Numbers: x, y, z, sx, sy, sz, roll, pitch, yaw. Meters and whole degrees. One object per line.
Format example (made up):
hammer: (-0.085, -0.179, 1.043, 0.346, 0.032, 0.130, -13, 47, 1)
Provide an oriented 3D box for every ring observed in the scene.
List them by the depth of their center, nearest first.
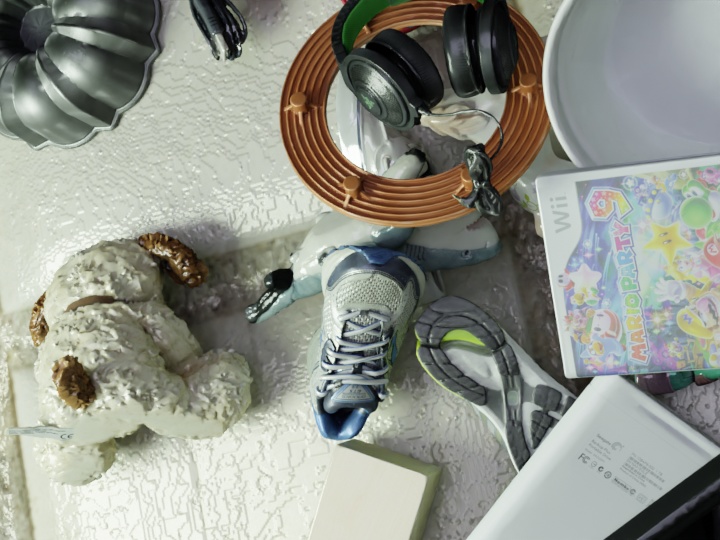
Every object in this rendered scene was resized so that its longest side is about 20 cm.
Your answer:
ring: (0.038, -0.123, 1.083, 0.200, 0.019, 0.201, -6, 63, 11)

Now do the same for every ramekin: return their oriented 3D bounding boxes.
ramekin: (0.232, -0.140, 1.030, 0.200, 0.105, 0.201, 8, 115, 18)

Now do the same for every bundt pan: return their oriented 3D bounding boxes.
bundt pan: (-0.273, -0.206, 1.289, 0.201, 0.076, 0.203, -2, 85, 20)

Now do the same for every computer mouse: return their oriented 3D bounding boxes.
computer mouse: (-0.093, -0.270, 1.192, 0.200, 0.053, 0.139, -43, 60, 40)

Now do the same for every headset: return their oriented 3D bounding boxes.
headset: (0.055, -0.129, 1.046, 0.123, 0.094, 0.200, -21, 47, 1)

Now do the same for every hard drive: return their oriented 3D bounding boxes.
hard drive: (0.166, 0.182, 1.096, 0.132, 0.027, 0.200, 35, 99, -14)

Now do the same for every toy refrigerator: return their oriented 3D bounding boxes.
toy refrigerator: (-0.005, 0.236, 1.165, 0.076, 0.070, 0.201, 17, 92, 13)

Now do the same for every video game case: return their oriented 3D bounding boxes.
video game case: (0.222, -0.005, 1.010, 0.199, 0.018, 0.144, -6, 102, 23)

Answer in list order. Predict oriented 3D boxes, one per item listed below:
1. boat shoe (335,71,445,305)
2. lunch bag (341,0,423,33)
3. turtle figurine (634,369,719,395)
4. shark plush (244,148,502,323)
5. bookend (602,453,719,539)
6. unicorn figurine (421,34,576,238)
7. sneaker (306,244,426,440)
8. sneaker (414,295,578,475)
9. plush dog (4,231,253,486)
boat shoe: (0.026, -0.070, 1.175, 0.066, 0.072, 0.201, -9, 84, 15)
lunch bag: (0.049, -0.296, 1.176, 0.200, 0.082, 0.176, -30, 76, 16)
turtle figurine: (0.289, 0.040, 1.061, 0.199, 0.101, 0.150, -2, 85, 25)
shark plush: (0.000, 0.000, 1.125, 0.200, 0.091, 0.083, -32, 118, 12)
bookend: (0.244, 0.252, 1.030, 0.200, 0.092, 0.199, -37, 85, 5)
unicorn figurine: (0.112, -0.108, 1.117, 0.137, 0.074, 0.200, -34, 80, -14)
sneaker: (0.002, 0.058, 1.110, 0.077, 0.200, 0.085, 7, 55, -3)
sneaker: (0.119, 0.095, 1.130, 0.074, 0.081, 0.200, -40, 93, 6)
plush dog: (-0.204, 0.053, 1.222, 0.200, 0.160, 0.172, -22, 53, 15)
